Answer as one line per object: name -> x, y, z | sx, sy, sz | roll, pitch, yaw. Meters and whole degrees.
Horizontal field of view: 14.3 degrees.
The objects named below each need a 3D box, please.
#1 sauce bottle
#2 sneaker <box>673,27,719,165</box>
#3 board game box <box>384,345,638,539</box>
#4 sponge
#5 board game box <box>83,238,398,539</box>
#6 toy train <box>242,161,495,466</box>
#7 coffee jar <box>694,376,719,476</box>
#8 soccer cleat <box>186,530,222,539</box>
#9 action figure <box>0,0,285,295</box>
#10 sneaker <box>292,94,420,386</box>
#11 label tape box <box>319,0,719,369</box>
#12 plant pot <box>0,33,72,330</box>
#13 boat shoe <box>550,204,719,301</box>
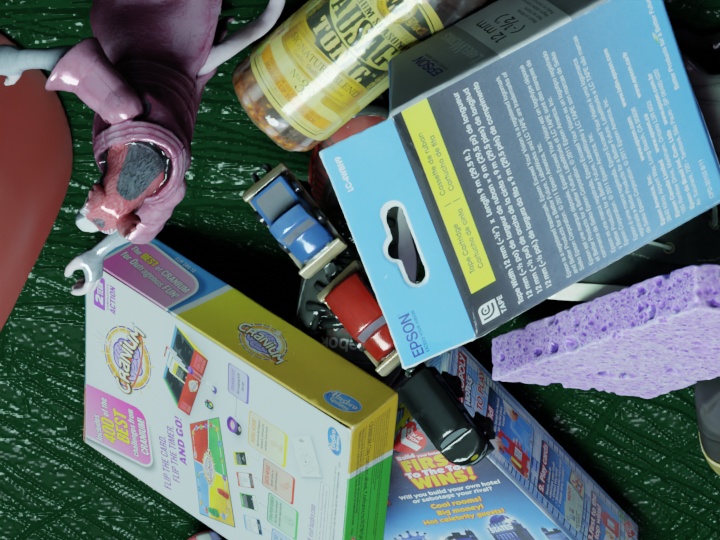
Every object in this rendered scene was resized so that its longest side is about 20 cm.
sauce bottle -> 0.020, -0.143, 1.507 | 0.066, 0.066, 0.200 | 38, 116, -24
sneaker -> 0.251, -0.121, 1.514 | 0.200, 0.076, 0.091 | -24, 118, 18
board game box -> 0.040, 0.131, 1.708 | 0.200, 0.062, 0.200 | -11, 134, 20
sponge -> 0.171, 0.036, 1.582 | 0.111, 0.030, 0.200 | 9, 164, -29
board game box -> -0.072, 0.083, 1.623 | 0.200, 0.040, 0.153 | 32, 138, 26
toy train -> 0.002, 0.023, 1.529 | 0.034, 0.046, 0.200 | -40, 79, 12
coffee jar -> 0.265, 0.126, 1.694 | 0.104, 0.085, 0.200 | -13, 127, 14
soccer cleat -> -0.106, 0.241, 1.818 | 0.067, 0.077, 0.200 | -6, 149, -20
action figure -> -0.103, -0.079, 1.475 | 0.149, 0.200, 0.134 | -15, 126, 12
sneaker -> 0.000, 0.000, 1.599 | 0.071, 0.098, 0.201 | 6, 127, -1
label tape box -> 0.078, -0.059, 1.497 | 0.200, 0.066, 0.144 | -28, 120, -9
plant pot -> -0.263, -0.018, 1.543 | 0.200, 0.178, 0.201 | 1, 129, 1
boat shoe -> 0.179, -0.018, 1.599 | 0.199, 0.072, 0.068 | 3, 102, -7
